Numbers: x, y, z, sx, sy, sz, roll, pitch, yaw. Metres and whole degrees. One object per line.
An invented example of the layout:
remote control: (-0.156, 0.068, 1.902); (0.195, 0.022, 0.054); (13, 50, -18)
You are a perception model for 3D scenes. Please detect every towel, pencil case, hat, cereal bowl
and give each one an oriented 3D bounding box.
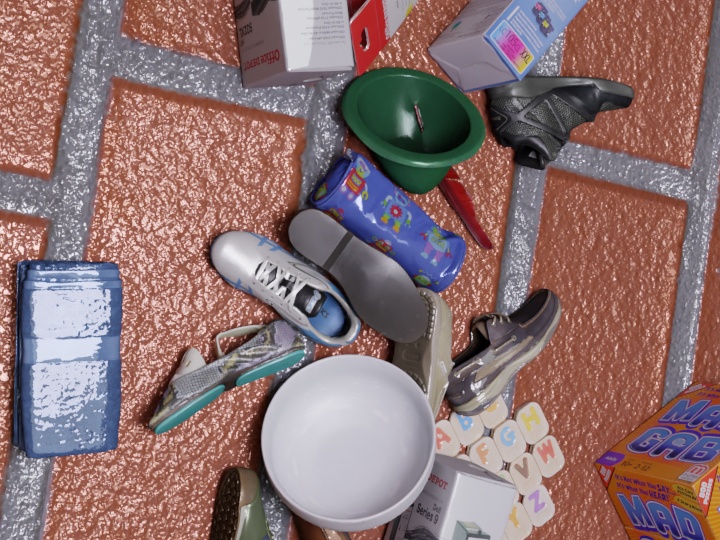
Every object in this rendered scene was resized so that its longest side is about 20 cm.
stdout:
towel: (-0.305, 0.091, 1.311); (0.110, 0.048, 0.203); (1, 89, -26)
pencil case: (0.034, -0.058, 1.460); (0.199, 0.078, 0.088); (37, 57, -21)
hat: (0.057, -0.114, 1.499); (0.165, 0.177, 0.200); (-30, 60, -33)
cereal bowl: (-0.012, 0.201, 1.405); (0.197, 0.084, 0.202); (-1, 57, 1)

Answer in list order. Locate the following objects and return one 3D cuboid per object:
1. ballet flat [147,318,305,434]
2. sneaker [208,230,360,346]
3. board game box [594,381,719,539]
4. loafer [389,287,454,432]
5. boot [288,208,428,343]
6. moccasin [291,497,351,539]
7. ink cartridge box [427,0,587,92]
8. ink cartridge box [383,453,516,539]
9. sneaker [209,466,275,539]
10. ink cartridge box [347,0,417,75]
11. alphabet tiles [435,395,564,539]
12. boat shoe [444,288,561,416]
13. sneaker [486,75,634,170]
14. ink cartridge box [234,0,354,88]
ballet flat: (-0.157, 0.109, 1.382); (0.199, 0.072, 0.073); (-27, 102, -23)
sneaker: (-0.080, 0.018, 1.408); (0.199, 0.072, 0.072); (34, 78, -21)
board game box: (0.464, 0.287, 1.602); (0.199, 0.199, 0.202); (-33, 103, -21)
loafer: (0.074, 0.121, 1.474); (0.068, 0.075, 0.203); (2, 103, -50)
boot: (0.000, 0.000, 1.429); (0.200, 0.075, 0.074); (44, 93, -9)
moccasin: (-0.042, 0.355, 1.432); (0.077, 0.073, 0.204); (-24, 109, -32)
ink cartridge box: (0.192, -0.313, 1.502); (0.076, 0.136, 0.201); (45, 72, -21)
ink cartridge box: (0.089, 0.319, 1.441); (0.083, 0.146, 0.203); (18, 87, -20)
sneaker: (-0.119, 0.321, 1.397); (0.089, 0.067, 0.203); (9, 89, -30)
ink cartridge box: (0.025, -0.336, 1.425); (0.067, 0.116, 0.201); (30, 73, 17)
alphabet tiles: (0.164, 0.254, 1.560); (0.199, 0.015, 0.197); (-31, 103, -22)
boat shoe: (0.170, 0.087, 1.529); (0.073, 0.074, 0.200); (49, 67, -14)
sneaker: (0.252, -0.185, 1.569); (0.197, 0.076, 0.116); (-6, 94, -23)
ink cartridge box: (-0.080, -0.308, 1.364); (0.083, 0.145, 0.203); (-8, 94, -25)
